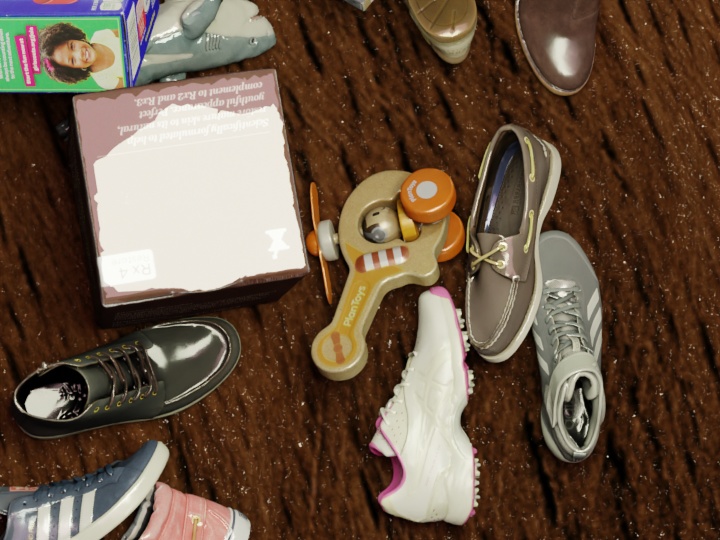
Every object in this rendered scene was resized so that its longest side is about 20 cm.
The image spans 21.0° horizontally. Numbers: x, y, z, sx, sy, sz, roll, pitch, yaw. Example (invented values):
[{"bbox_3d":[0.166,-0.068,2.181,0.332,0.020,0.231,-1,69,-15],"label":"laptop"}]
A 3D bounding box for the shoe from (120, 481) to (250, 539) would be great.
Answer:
[{"bbox_3d":[-0.166,0.276,1.580,0.090,0.071,0.202,25,74,-18],"label":"shoe"}]

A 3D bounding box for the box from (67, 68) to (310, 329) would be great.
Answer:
[{"bbox_3d":[-0.143,-0.053,1.565,0.164,0.200,0.166,-8,84,-11],"label":"box"}]

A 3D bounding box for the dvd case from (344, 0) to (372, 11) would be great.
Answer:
[{"bbox_3d":[0.001,-0.333,1.679,0.148,0.016,0.201,32,73,18],"label":"dvd case"}]

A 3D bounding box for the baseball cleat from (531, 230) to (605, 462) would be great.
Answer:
[{"bbox_3d":[0.181,0.060,1.648,0.069,0.106,0.202,-7,82,-4],"label":"baseball cleat"}]

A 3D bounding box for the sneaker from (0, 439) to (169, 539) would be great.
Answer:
[{"bbox_3d":[-0.248,0.192,1.581,0.200,0.075,0.085,-41,95,-11],"label":"sneaker"}]

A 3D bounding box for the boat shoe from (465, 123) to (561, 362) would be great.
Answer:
[{"bbox_3d":[0.121,-0.025,1.659,0.059,0.071,0.202,28,72,-49],"label":"boat shoe"}]

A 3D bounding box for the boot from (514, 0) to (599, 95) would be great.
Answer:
[{"bbox_3d":[0.181,-0.259,1.656,0.072,0.166,0.202,-3,86,-9],"label":"boot"}]

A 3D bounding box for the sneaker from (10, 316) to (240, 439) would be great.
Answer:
[{"bbox_3d":[-0.187,0.089,1.587,0.198,0.106,0.075,-21,86,-11],"label":"sneaker"}]

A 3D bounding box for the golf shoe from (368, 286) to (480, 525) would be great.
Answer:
[{"bbox_3d":[0.051,0.114,1.640,0.090,0.075,0.202,-2,81,-3],"label":"golf shoe"}]

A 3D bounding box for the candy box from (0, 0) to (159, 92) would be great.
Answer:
[{"bbox_3d":[-0.272,-0.209,1.560,0.198,0.170,0.078,-2,121,3],"label":"candy box"}]

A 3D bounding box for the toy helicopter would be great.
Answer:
[{"bbox_3d":[0.000,0.000,1.636,0.131,0.079,0.201,13,62,19],"label":"toy helicopter"}]

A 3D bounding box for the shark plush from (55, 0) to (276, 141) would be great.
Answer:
[{"bbox_3d":[-0.167,-0.170,1.647,0.200,0.091,0.084,-41,120,-16],"label":"shark plush"}]

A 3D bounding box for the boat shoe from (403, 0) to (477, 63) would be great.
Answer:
[{"bbox_3d":[0.050,-0.273,1.692,0.071,0.065,0.202,-15,68,-1],"label":"boat shoe"}]
